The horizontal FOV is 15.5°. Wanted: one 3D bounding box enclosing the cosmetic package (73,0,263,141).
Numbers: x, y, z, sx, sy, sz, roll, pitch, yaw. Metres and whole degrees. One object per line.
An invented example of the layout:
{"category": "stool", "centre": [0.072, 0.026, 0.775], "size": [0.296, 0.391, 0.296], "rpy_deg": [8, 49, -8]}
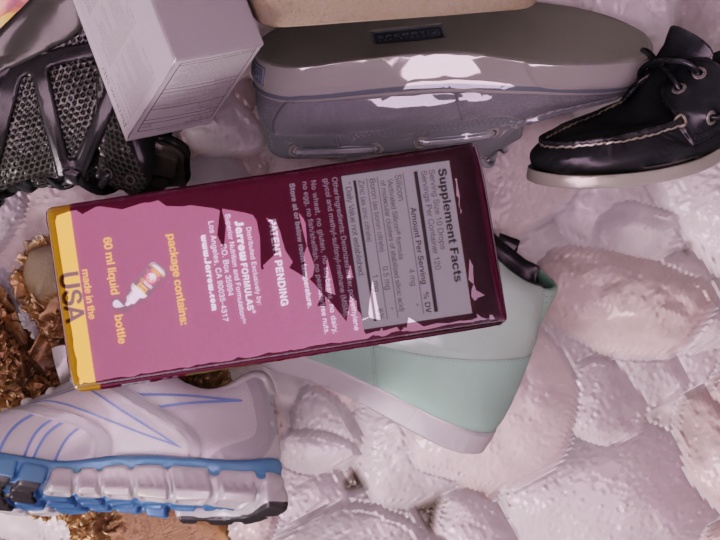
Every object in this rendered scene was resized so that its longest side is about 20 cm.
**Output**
{"category": "cosmetic package", "centre": [-0.110, -0.169, 1.222], "size": [0.050, 0.083, 0.201], "rpy_deg": [-13, 73, -28]}

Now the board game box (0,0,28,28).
{"category": "board game box", "centre": [-0.169, -0.150, 1.328], "size": [0.200, 0.045, 0.135], "rpy_deg": [-28, 98, 7]}

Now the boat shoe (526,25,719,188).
{"category": "boat shoe", "centre": [0.166, -0.088, 1.282], "size": [0.199, 0.074, 0.066], "rpy_deg": [-14, 109, -19]}

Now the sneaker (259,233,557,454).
{"category": "sneaker", "centre": [0.000, 0.000, 1.331], "size": [0.200, 0.074, 0.118], "rpy_deg": [24, 106, -12]}

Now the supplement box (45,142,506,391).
{"category": "supplement box", "centre": [-0.042, -0.001, 1.234], "size": [0.199, 0.110, 0.086], "rpy_deg": [-9, 89, -6]}

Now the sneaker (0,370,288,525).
{"category": "sneaker", "centre": [-0.134, 0.076, 1.304], "size": [0.199, 0.075, 0.087], "rpy_deg": [3, 73, -3]}

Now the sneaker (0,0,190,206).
{"category": "sneaker", "centre": [-0.158, -0.053, 1.283], "size": [0.199, 0.076, 0.114], "rpy_deg": [-42, 90, 3]}

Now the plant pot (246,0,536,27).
{"category": "plant pot", "centre": [0.000, -0.217, 1.223], "size": [0.199, 0.200, 0.178], "rpy_deg": [-5, 112, -18]}

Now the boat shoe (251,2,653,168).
{"category": "boat shoe", "centre": [0.046, -0.089, 1.327], "size": [0.200, 0.070, 0.072], "rpy_deg": [-3, 123, -2]}

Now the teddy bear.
{"category": "teddy bear", "centre": [-0.140, 0.078, 1.364], "size": [0.200, 0.067, 0.145], "rpy_deg": [43, 89, 1]}
